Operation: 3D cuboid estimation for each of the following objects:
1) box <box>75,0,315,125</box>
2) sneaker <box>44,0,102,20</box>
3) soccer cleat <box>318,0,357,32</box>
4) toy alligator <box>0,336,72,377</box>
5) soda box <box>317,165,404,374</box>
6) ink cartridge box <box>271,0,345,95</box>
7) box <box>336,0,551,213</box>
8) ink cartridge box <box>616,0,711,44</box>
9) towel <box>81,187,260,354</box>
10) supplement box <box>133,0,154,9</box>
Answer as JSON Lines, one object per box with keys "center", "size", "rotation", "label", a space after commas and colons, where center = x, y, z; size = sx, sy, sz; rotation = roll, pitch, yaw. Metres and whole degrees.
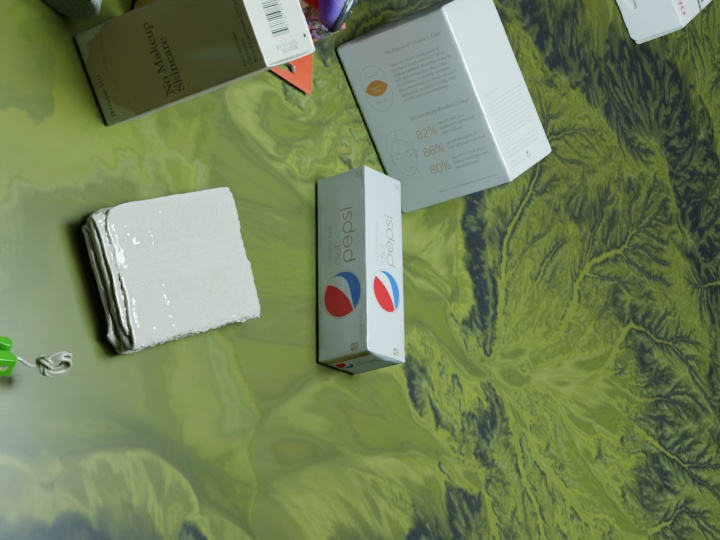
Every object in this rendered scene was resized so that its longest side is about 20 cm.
{"center": [-0.149, -0.203, 1.514], "size": [0.078, 0.199, 0.095], "rotation": [-29, 100, -53], "label": "box"}
{"center": [-0.277, -0.338, 1.487], "size": [0.202, 0.077, 0.147], "rotation": [47, 55, -46], "label": "sneaker"}
{"center": [-0.031, -0.340, 1.761], "size": [0.073, 0.068, 0.201], "rotation": [17, 66, -22], "label": "soccer cleat"}
{"center": [-0.315, 0.060, 1.330], "size": [0.054, 0.059, 0.199], "rotation": [44, 24, 31], "label": "toy alligator"}
{"center": [0.000, 0.000, 1.746], "size": [0.064, 0.068, 0.201], "rotation": [20, 62, -48], "label": "soda box"}
{"center": [-0.065, -0.299, 1.785], "size": [0.109, 0.050, 0.201], "rotation": [28, 56, -44], "label": "ink cartridge box"}
{"center": [0.093, -0.187, 1.865], "size": [0.106, 0.152, 0.201], "rotation": [-33, 105, -51], "label": "box"}
{"center": [0.441, -0.435, 2.468], "size": [0.200, 0.084, 0.145], "rotation": [-42, 111, -50], "label": "ink cartridge box"}
{"center": [-0.171, -0.002, 1.554], "size": [0.200, 0.034, 0.133], "rotation": [-13, 89, -55], "label": "towel"}
{"center": [-0.132, -0.309, 1.657], "size": [0.131, 0.103, 0.201], "rotation": [34, 52, -42], "label": "supplement box"}
